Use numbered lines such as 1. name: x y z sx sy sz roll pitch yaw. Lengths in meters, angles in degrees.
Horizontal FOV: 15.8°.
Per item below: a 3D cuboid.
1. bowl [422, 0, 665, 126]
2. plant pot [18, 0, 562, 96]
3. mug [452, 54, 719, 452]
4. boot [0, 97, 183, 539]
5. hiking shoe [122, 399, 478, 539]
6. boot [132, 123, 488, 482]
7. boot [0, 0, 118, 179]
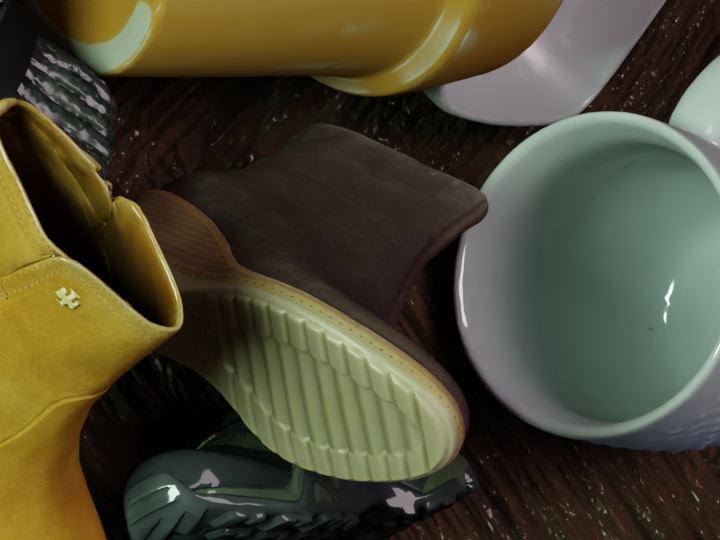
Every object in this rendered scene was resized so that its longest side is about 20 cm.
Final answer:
1. bowl: 0.093 -0.168 1.209 0.075 0.200 0.200 39 16 20
2. plant pot: -0.042 -0.158 1.049 0.183 0.200 0.201 -18 89 -36
3. mug: 0.159 -0.011 1.220 0.175 0.147 0.200 14 99 -57
4. boot: -0.110 0.042 0.904 0.201 0.144 0.071 57 41 -17
5. hiking shoe: -0.036 0.067 1.053 0.200 0.076 0.101 -1 64 -57
6. boot: 0.000 0.000 1.016 0.166 0.200 0.072 -31 132 -41
7. boot: -0.149 -0.116 0.973 0.158 0.079 0.211 36 60 -27
